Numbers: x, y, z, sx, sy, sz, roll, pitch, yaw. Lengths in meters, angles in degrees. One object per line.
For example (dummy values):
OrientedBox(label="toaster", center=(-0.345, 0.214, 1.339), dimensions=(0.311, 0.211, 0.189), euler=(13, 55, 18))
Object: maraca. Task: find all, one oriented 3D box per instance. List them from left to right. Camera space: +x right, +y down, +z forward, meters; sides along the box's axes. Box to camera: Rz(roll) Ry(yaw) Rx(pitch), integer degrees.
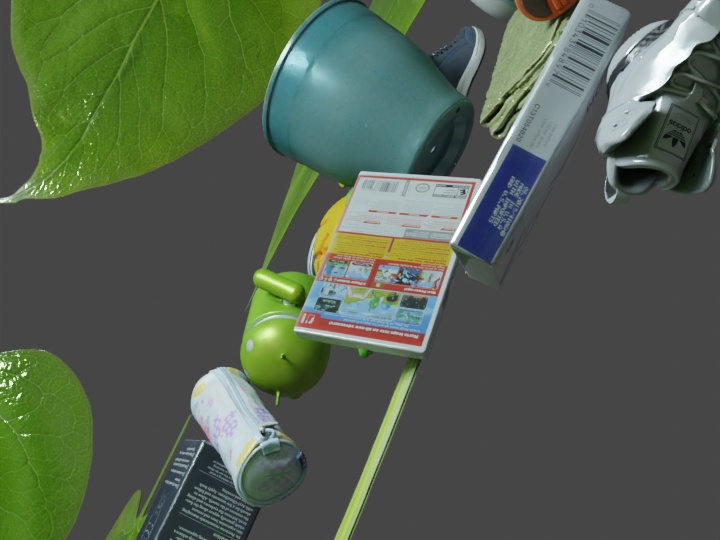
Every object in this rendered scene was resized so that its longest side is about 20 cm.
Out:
OrientedBox(label="maraca", center=(0.000, 0.000, 0.944), dimensions=(0.138, 0.105, 0.202), euler=(72, -167, -47))

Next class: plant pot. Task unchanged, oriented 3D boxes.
OrientedBox(label="plant pot", center=(0.022, -0.178, 0.976), dimensions=(0.200, 0.187, 0.201), euler=(-47, -22, -25))

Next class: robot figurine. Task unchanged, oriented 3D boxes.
OrientedBox(label="robot figurine", center=(-0.093, 0.081, 1.110), dimensions=(0.201, 0.114, 0.178), euler=(-85, 1, -58))

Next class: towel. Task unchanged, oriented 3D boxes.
OrientedBox(label="towel", center=(0.187, -0.241, 0.883), dimensions=(0.148, 0.036, 0.202), euler=(-46, 21, 51))

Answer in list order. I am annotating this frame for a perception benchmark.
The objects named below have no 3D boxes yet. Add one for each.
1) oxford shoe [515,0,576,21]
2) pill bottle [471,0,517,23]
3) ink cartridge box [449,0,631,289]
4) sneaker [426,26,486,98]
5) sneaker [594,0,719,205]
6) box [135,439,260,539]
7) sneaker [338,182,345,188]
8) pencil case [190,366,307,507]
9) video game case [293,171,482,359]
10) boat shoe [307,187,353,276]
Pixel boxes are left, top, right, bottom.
OrientedBox(label="oxford shoe", center=(0.221, -0.317, 0.772), dimensions=(0.199, 0.071, 0.073), euler=(-33, 29, 30))
OrientedBox(label="pill bottle", center=(0.202, -0.400, 0.989), dimensions=(0.201, 0.110, 0.112), euler=(-53, 15, 34))
OrientedBox(label="ink cartridge box", center=(0.139, -0.083, 0.665), dimensions=(0.202, 0.040, 0.200), euler=(-61, -12, 0))
OrientedBox(label="sneaker", center=(0.084, -0.285, 1.136), dimensions=(0.077, 0.145, 0.204), euler=(-45, 19, 54))
OrientedBox(label="sneaker", center=(0.203, -0.115, 0.483), dimensions=(0.116, 0.074, 0.200), euler=(-68, 10, -27))
OrientedBox(label="box", center=(-0.212, 0.328, 1.074), dimensions=(0.202, 0.106, 0.148), euler=(-65, 14, -18))
OrientedBox(label="sneaker", center=(-0.052, -0.231, 1.672), dimensions=(0.079, 0.084, 0.200), euler=(-58, 13, 13))
OrientedBox(label="pencil case", center=(-0.135, 0.188, 0.989), dimensions=(0.082, 0.092, 0.200), euler=(-27, 28, -16))
OrientedBox(label="video game case", center=(0.031, -0.013, 0.843), dimensions=(0.141, 0.018, 0.202), euler=(7, 59, 26))
OrientedBox(label="boat shoe", center=(-0.011, -0.064, 1.190), dimensions=(0.202, 0.070, 0.091), euler=(-59, 9, 1))
